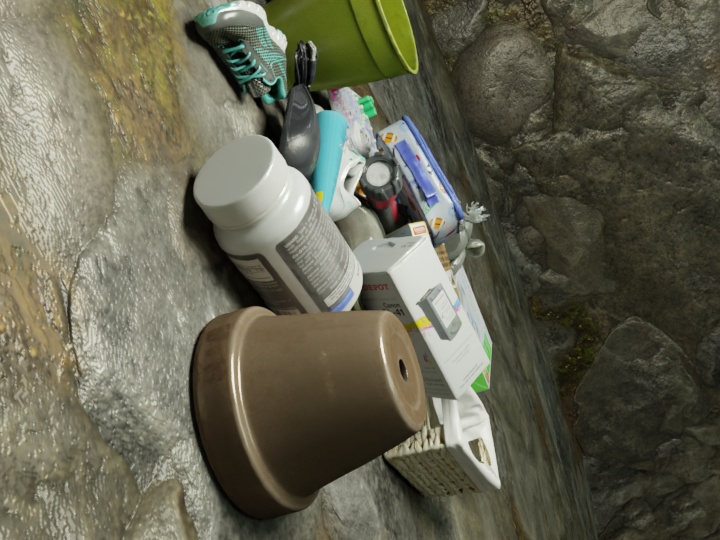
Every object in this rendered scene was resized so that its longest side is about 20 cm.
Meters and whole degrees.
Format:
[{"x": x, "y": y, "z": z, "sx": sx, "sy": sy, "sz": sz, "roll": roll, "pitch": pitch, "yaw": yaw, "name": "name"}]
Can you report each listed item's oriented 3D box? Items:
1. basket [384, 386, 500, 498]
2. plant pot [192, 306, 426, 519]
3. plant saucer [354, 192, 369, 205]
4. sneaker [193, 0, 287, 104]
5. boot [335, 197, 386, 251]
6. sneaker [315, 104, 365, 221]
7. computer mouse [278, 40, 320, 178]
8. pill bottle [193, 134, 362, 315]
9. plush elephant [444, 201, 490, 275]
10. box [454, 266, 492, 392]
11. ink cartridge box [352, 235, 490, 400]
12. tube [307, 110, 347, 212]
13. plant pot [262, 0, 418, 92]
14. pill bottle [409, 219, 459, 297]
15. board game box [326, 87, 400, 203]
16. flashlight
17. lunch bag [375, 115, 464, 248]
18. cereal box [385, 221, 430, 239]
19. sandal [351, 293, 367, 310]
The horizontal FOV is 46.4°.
[{"x": 0.116, "y": 0.244, "z": 1.243, "sx": 0.200, "sy": 0.121, "sz": 0.138, "roll": 51, "pitch": 27, "yaw": -49, "name": "basket"}, {"x": -0.036, "y": 0.114, "z": 0.793, "sx": 0.200, "sy": 0.171, "sz": 0.204, "roll": -19, "pitch": 90, "yaw": -73, "name": "plant pot"}, {"x": -0.014, "y": -0.145, "z": 1.354, "sx": 0.200, "sy": 0.036, "sz": 0.205, "roll": -17, "pitch": 91, "yaw": -73, "name": "plant saucer"}, {"x": -0.133, "y": -0.259, "z": 1.021, "sx": 0.199, "sy": 0.076, "sz": 0.093, "roll": 7, "pitch": 71, "yaw": -70, "name": "sneaker"}, {"x": 0.000, "y": 0.000, "z": 1.212, "sx": 0.204, "sy": 0.066, "sz": 0.131, "roll": 69, "pitch": 22, "yaw": -12, "name": "boot"}, {"x": -0.036, "y": -0.159, "z": 1.203, "sx": 0.075, "sy": 0.087, "sz": 0.204, "roll": 43, "pitch": 33, "yaw": -55, "name": "sneaker"}, {"x": -0.075, "y": -0.187, "z": 1.090, "sx": 0.140, "sy": 0.051, "sz": 0.203, "roll": 107, "pitch": -9, "yaw": -50, "name": "computer mouse"}, {"x": -0.085, "y": -0.036, "z": 0.883, "sx": 0.201, "sy": 0.112, "sz": 0.115, "roll": 57, "pitch": 22, "yaw": -43, "name": "pill bottle"}, {"x": 0.153, "y": -0.069, "z": 1.574, "sx": 0.168, "sy": 0.197, "sz": 0.155, "roll": 66, "pitch": 12, "yaw": 3, "name": "plush elephant"}, {"x": 0.176, "y": 0.112, "z": 1.616, "sx": 0.177, "sy": 0.095, "sz": 0.203, "roll": -64, "pitch": 134, "yaw": -63, "name": "box"}, {"x": 0.063, "y": 0.064, "z": 1.116, "sx": 0.085, "sy": 0.146, "sz": 0.202, "roll": -41, "pitch": 111, "yaw": -30, "name": "ink cartridge box"}, {"x": -0.051, "y": -0.117, "z": 1.116, "sx": 0.078, "sy": 0.049, "sz": 0.204, "roll": 105, "pitch": -8, "yaw": -61, "name": "tube"}, {"x": -0.041, "y": -0.342, "z": 1.185, "sx": 0.200, "sy": 0.189, "sz": 0.205, "roll": -17, "pitch": 90, "yaw": -73, "name": "plant pot"}, {"x": 0.096, "y": -0.009, "z": 1.440, "sx": 0.114, "sy": 0.112, "sz": 0.204, "roll": -3, "pitch": 76, "yaw": -73, "name": "pill bottle"}, {"x": 0.006, "y": -0.212, "z": 1.376, "sx": 0.199, "sy": 0.025, "sz": 0.205, "roll": 9, "pitch": 65, "yaw": -71, "name": "board game box"}, {"x": 0.043, "y": -0.108, "z": 1.287, "sx": 0.200, "sy": 0.066, "sz": 0.070, "roll": 59, "pitch": 26, "yaw": -68, "name": "flashlight"}, {"x": 0.097, "y": -0.136, "z": 1.328, "sx": 0.202, "sy": 0.075, "sz": 0.160, "roll": 60, "pitch": -2, "yaw": 14, "name": "lunch bag"}, {"x": 0.075, "y": 0.041, "z": 1.292, "sx": 0.039, "sy": 0.143, "sz": 0.205, "roll": -11, "pitch": 83, "yaw": -34, "name": "cereal box"}, {"x": -0.025, "y": 0.062, "z": 1.080, "sx": 0.057, "sy": 0.079, "sz": 0.203, "roll": -47, "pitch": 130, "yaw": -30, "name": "sandal"}]
